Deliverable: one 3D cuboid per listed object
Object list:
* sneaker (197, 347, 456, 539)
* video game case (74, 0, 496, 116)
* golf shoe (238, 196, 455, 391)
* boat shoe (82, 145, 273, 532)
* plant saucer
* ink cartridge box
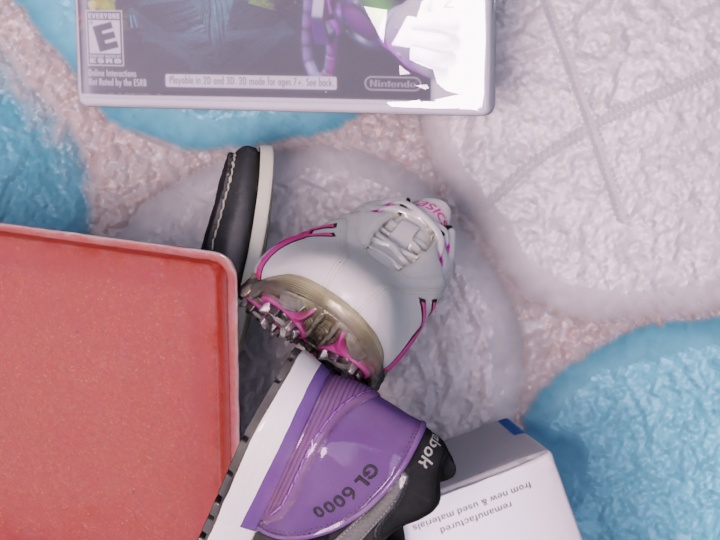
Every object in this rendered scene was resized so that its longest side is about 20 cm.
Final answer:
[{"bbox_3d":[-0.028,0.131,0.715,0.087,0.076,0.201,26,124,2],"label":"sneaker"},{"bbox_3d":[-0.037,-0.164,0.814,0.199,0.023,0.183,3,102,13],"label":"video game case"},{"bbox_3d":[0.000,0.000,0.772,0.072,0.200,0.092,36,90,1],"label":"golf shoe"},{"bbox_3d":[-0.088,0.034,0.832,0.066,0.075,0.200,14,104,-5],"label":"boat shoe"},{"bbox_3d":[-0.141,0.064,0.787,0.198,0.037,0.201,8,117,14],"label":"plant saucer"},{"bbox_3d":[0.071,0.179,0.804,0.085,0.146,0.201,-22,92,-2],"label":"ink cartridge box"}]
